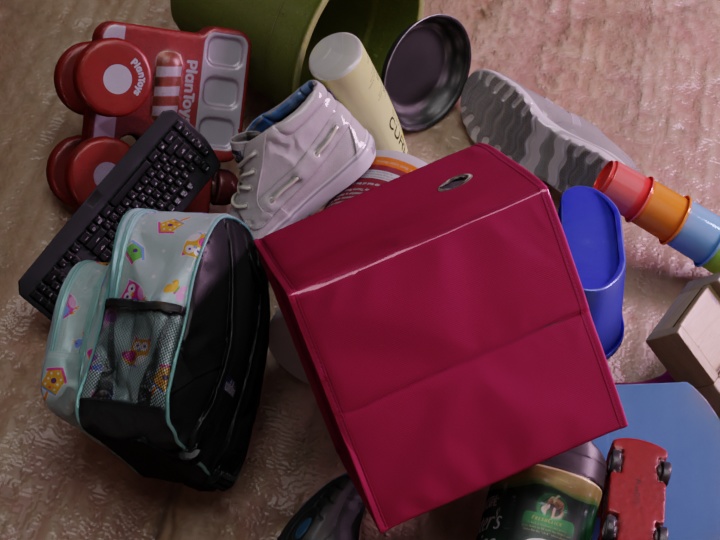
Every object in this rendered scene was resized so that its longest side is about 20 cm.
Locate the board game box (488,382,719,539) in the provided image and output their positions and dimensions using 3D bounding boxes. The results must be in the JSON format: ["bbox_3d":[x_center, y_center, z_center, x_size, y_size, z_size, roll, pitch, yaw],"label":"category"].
[{"bbox_3d":[0.204,0.174,1.374,0.198,0.039,0.160,-3,84,4],"label":"board game box"}]

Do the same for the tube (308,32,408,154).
[{"bbox_3d":[0.013,-0.135,1.508,0.052,0.200,0.058,17,67,31],"label":"tube"}]

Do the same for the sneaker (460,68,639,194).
[{"bbox_3d":[0.180,-0.123,1.613,0.200,0.075,0.082,40,27,21],"label":"sneaker"}]

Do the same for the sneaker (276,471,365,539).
[{"bbox_3d":[-0.031,0.247,1.293,0.082,0.073,0.201,36,52,-13],"label":"sneaker"}]

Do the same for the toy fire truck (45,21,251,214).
[{"bbox_3d":[-0.181,-0.119,1.475,0.166,0.112,0.202,4,93,-21],"label":"toy fire truck"}]

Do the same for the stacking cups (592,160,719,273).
[{"bbox_3d":[0.303,-0.037,1.532,0.199,0.061,0.061,31,52,-6],"label":"stacking cups"}]

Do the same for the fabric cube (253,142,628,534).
[{"bbox_3d":[0.054,0.043,1.264,0.198,0.201,0.196,-22,16,-5],"label":"fabric cube"}]

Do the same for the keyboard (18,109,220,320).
[{"bbox_3d":[-0.186,-0.028,1.408,0.200,0.104,0.040,-50,35,-4],"label":"keyboard"}]

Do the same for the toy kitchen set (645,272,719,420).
[{"bbox_3d":[0.383,0.067,1.381,0.200,0.180,0.163,51,55,-12],"label":"toy kitchen set"}]

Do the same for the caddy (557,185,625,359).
[{"bbox_3d":[0.160,0.010,1.469,0.140,0.106,0.201,3,35,3],"label":"caddy"}]

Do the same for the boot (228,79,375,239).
[{"bbox_3d":[-0.088,-0.077,1.446,0.200,0.096,0.074,-41,28,2],"label":"boot"}]

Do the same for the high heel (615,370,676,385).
[{"bbox_3d":[0.214,0.094,1.444,0.199,0.067,0.097,-21,70,-9],"label":"high heel"}]

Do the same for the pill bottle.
[{"bbox_3d":[0.000,0.000,1.444,0.112,0.113,0.201,26,53,9],"label":"pill bottle"}]

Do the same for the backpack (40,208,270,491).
[{"bbox_3d":[-0.151,0.052,1.318,0.152,0.176,0.202,10,71,22],"label":"backpack"}]

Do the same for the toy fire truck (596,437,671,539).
[{"bbox_3d":[0.194,0.245,1.291,0.048,0.142,0.201,13,43,1],"label":"toy fire truck"}]

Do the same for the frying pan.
[{"bbox_3d":[0.043,-0.156,1.607,0.031,0.191,0.115,31,6,40],"label":"frying pan"}]

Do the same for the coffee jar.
[{"bbox_3d":[0.128,0.223,1.280,0.085,0.104,0.201,16,66,1],"label":"coffee jar"}]

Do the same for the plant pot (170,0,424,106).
[{"bbox_3d":[-0.072,-0.242,1.585,0.189,0.201,0.200,27,52,26],"label":"plant pot"}]
